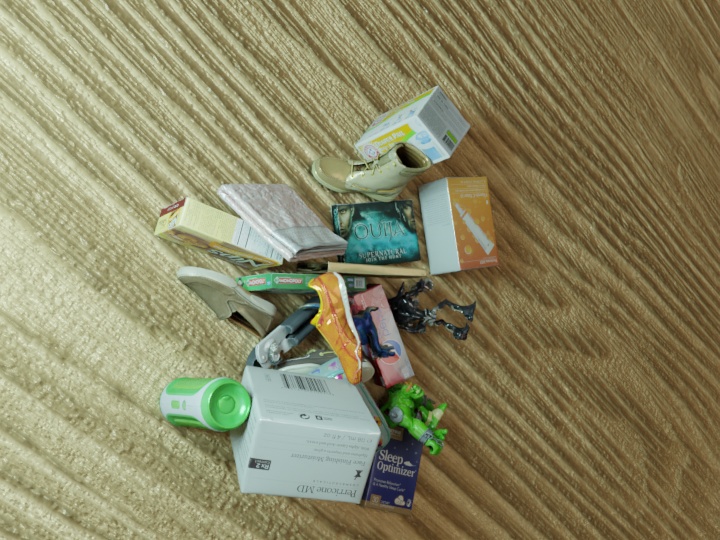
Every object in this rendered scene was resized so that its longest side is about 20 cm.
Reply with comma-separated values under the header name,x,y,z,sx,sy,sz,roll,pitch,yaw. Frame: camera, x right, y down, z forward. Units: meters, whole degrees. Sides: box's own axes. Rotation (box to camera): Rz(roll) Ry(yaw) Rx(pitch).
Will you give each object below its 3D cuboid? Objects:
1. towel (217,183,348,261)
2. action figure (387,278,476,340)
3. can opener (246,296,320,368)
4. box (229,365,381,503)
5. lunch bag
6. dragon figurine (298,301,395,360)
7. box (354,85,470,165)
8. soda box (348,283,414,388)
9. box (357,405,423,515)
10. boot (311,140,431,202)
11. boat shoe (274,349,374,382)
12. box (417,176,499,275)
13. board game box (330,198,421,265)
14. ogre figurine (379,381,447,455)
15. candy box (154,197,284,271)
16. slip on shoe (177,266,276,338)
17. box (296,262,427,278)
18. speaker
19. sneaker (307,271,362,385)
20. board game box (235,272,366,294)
name,x,y,z,sx,sy,sz,roll,pitch,yaw
towel,-0.132,-0.092,1.374,0.191,0.032,0.200,43,22,17
action figure,0.132,0.084,1.603,0.200,0.102,0.119,15,105,5
can opener,-0.136,0.112,1.431,0.200,0.066,0.053,-39,123,-41
box,-0.097,0.263,1.256,0.199,0.200,0.131,10,104,-18
lunch bag,-0.046,0.276,1.421,0.160,0.077,0.200,-30,111,-4
dragon figurine,-0.018,0.114,1.443,0.200,0.059,0.100,13,70,-31
box,0.102,-0.272,1.565,0.113,0.200,0.101,47,56,-20
soda box,0.036,0.129,1.540,0.070,0.063,0.200,-23,98,-19
box,0.066,0.383,1.557,0.121,0.032,0.200,22,71,-32
boot,0.021,-0.205,1.515,0.200,0.155,0.073,15,64,-25
boat shoe,-0.073,0.183,1.464,0.200,0.072,0.060,-2,44,-24
box,0.215,-0.098,1.688,0.124,0.097,0.200,-8,89,-37
board game box,0.034,-0.076,1.596,0.200,0.028,0.135,-8,89,-36
ogre figurine,0.106,0.285,1.529,0.120,0.098,0.200,35,32,-9
candy box,-0.241,-0.059,1.341,0.200,0.115,0.055,21,73,-32
slip on shoe,-0.237,0.057,1.357,0.200,0.076,0.061,34,60,-36
box,0.000,0.000,1.451,0.200,0.163,0.021,4,88,-24
speaker,-0.254,0.213,1.241,0.088,0.200,0.089,6,80,-35
sneaker,-0.043,0.104,1.339,0.077,0.073,0.200,-17,87,-6
board game box,-0.109,0.026,1.413,0.200,0.135,0.029,3,85,-36
